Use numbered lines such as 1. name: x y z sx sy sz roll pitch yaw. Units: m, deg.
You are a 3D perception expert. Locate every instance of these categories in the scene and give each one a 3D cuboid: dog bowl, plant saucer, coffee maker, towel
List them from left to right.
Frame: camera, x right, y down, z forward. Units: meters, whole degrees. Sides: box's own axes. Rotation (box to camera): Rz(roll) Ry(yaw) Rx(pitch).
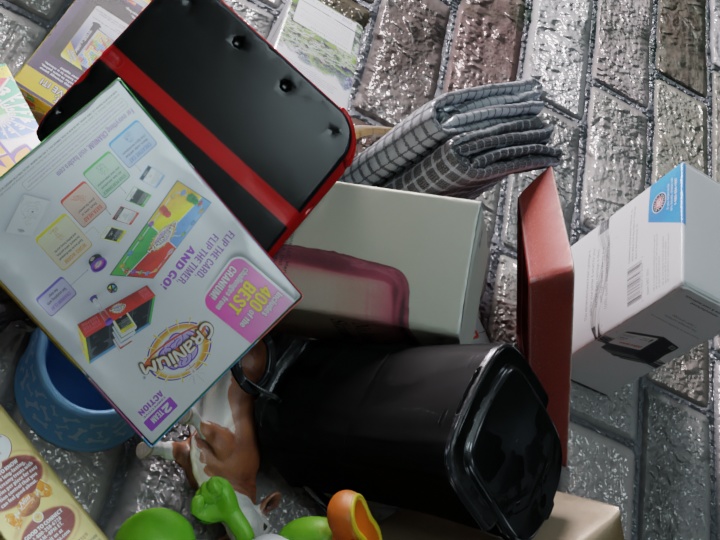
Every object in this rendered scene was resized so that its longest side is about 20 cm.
1. dog bowl: -0.209 0.040 0.797 0.110 0.050 0.203 14 58 -22
2. coffee maker: 0.024 0.116 0.737 0.191 0.198 0.137 29 67 -42
3. towel: 0.082 -0.096 0.944 0.198 0.165 0.087 -18 79 -47
4. plant saucer: 0.164 0.037 0.902 0.036 0.203 0.201 -2 30 5

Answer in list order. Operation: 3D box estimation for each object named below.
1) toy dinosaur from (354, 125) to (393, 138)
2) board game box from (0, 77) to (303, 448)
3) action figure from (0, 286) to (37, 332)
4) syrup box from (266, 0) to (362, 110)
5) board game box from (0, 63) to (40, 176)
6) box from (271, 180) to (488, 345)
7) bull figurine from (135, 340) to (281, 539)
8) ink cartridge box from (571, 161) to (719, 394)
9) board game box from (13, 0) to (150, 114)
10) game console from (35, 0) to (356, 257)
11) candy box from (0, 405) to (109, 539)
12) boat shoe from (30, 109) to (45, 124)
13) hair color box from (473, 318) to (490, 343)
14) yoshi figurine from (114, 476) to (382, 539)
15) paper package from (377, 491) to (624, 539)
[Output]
1. toy dinosaur: -0.038 -0.110 0.983 0.107 0.060 0.201 53 50 -31
2. board game box: -0.159 -0.004 0.690 0.153 0.040 0.201 -43 101 -17
3. action figure: -0.295 0.006 0.739 0.197 0.103 0.120 23 51 3
4. syrup box: -0.055 -0.165 0.889 0.078 0.082 0.202 27 36 -14
5. board game box: -0.284 -0.085 0.745 0.094 0.030 0.201 -15 53 -29
6. box: 0.000 0.000 0.822 0.196 0.128 0.111 9 77 12
7. bull figurine: -0.113 0.121 0.784 0.122 0.064 0.203 48 31 -46
8. ink cartridge box: 0.281 0.014 0.988 0.083 0.200 0.147 24 54 -17
9. board game box: -0.195 -0.156 0.910 0.198 0.057 0.167 32 55 -11
10. game console: -0.119 -0.104 0.760 0.199 0.031 0.177 41 83 -1
11. candy box: -0.225 0.180 0.668 0.201 0.115 0.055 50 51 4
12. boat shoe: -0.250 -0.084 0.817 0.196 0.066 0.073 6 46 6
13. hair color box: 0.057 0.071 0.919 0.109 0.064 0.203 -12 69 -33
14. yoshi figurine: -0.091 0.201 0.679 0.112 0.197 0.114 -13 91 -68
15. paper package: 0.080 0.250 0.746 0.198 0.189 0.105 -26 107 -35
